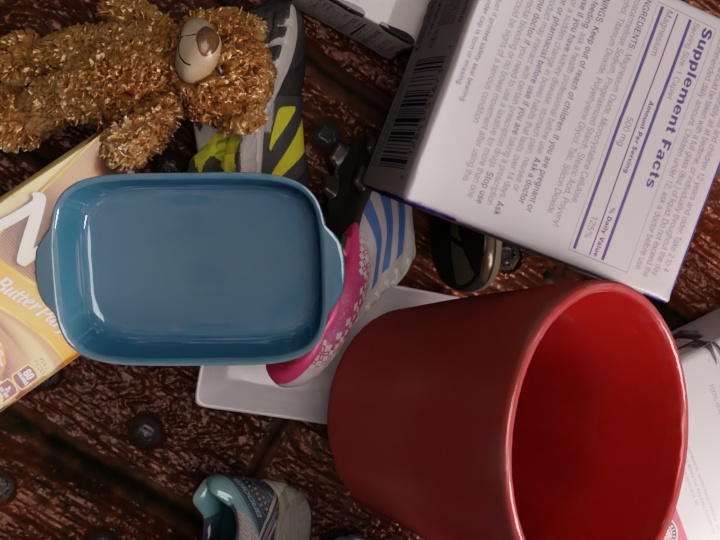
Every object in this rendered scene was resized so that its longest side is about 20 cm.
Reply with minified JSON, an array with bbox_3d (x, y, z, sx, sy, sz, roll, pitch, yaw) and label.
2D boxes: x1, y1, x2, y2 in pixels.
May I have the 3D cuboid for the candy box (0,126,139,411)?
[{"bbox_3d":[-0.220,0.007,0.856,0.200,0.055,0.116,-36,101,-10],"label":"candy box"}]

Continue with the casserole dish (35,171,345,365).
[{"bbox_3d":[-0.105,-0.003,0.808,0.199,0.039,0.122,-1,98,8],"label":"casserole dish"}]

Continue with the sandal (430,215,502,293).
[{"bbox_3d":[0.095,-0.084,0.932,0.057,0.080,0.202,5,95,-34],"label":"sandal"}]

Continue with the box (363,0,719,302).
[{"bbox_3d":[0.131,-0.102,0.839,0.199,0.105,0.185,20,91,-17],"label":"box"}]

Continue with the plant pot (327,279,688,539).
[{"bbox_3d":[0.087,0.100,0.828,0.200,0.177,0.202,-4,95,-45],"label":"plant pot"}]

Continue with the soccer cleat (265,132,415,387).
[{"bbox_3d":[0.000,0.000,0.882,0.086,0.070,0.201,37,62,-35],"label":"soccer cleat"}]

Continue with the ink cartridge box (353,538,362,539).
[{"bbox_3d":[0.075,0.239,0.820,0.199,0.044,0.094,14,117,-15],"label":"ink cartridge box"}]

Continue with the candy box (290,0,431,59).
[{"bbox_3d":[-0.020,-0.271,0.892,0.199,0.072,0.169,26,84,-13],"label":"candy box"}]

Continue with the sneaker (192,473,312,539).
[{"bbox_3d":[-0.089,0.230,0.846,0.086,0.077,0.201,28,48,-37],"label":"sneaker"}]

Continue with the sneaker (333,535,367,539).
[{"bbox_3d":[-0.040,0.281,0.882,0.077,0.086,0.201,29,85,-14],"label":"sneaker"}]

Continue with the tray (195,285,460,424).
[{"bbox_3d":[-0.016,0.058,0.926,0.199,0.022,0.108,10,88,-14],"label":"tray"}]

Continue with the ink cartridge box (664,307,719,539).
[{"bbox_3d":[0.255,0.125,0.963,0.199,0.083,0.146,-24,96,-13],"label":"ink cartridge box"}]

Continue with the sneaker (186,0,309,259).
[{"bbox_3d":[-0.073,-0.092,0.892,0.085,0.074,0.201,34,63,-52],"label":"sneaker"}]

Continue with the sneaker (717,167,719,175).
[{"bbox_3d":[0.222,-0.075,0.970,0.199,0.077,0.082,-9,119,-12],"label":"sneaker"}]

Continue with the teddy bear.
[{"bbox_3d":[-0.156,-0.129,0.824,0.199,0.067,0.145,10,50,21],"label":"teddy bear"}]
